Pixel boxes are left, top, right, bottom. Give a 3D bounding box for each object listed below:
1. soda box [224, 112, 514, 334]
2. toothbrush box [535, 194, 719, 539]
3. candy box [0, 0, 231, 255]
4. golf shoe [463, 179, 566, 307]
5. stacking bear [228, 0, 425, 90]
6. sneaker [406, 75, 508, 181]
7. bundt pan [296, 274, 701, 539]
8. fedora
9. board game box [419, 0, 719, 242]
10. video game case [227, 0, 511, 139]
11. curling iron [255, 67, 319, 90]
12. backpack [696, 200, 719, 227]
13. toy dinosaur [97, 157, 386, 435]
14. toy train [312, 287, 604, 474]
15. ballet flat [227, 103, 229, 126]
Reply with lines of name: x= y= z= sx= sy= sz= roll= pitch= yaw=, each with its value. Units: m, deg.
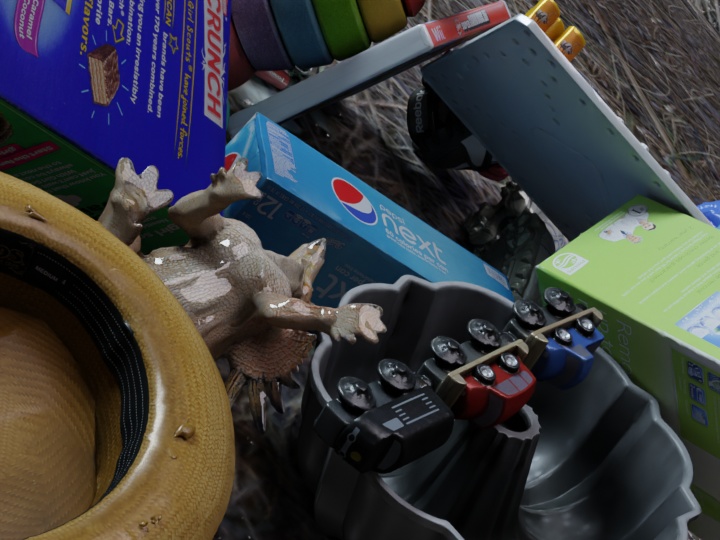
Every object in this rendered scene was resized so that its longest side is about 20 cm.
soda box: x=0.000 y=0.000 z=0.803 sx=0.200 sy=0.068 sz=0.064 roll=32 pitch=27 yaw=-30
toothbrush box: x=0.197 y=0.068 z=0.757 sx=0.200 sy=0.086 sz=0.146 roll=30 pitch=-34 yaw=45
candy box: x=-0.133 y=-0.115 z=0.601 sx=0.200 sy=0.077 sz=0.170 roll=34 pitch=51 yaw=-57
golf shoe: x=0.119 y=0.007 z=0.989 sx=0.097 sy=0.078 sz=0.200 roll=48 pitch=24 yaw=-11
stacking bear: x=-0.004 y=-0.187 z=0.861 sx=0.121 sy=0.199 sz=0.114 roll=-66 pitch=140 yaw=-80
sneaker: x=0.085 y=-0.110 z=1.029 sx=0.097 sy=0.071 sz=0.200 roll=8 pitch=-7 yaw=-8
bundt pan: x=0.057 y=0.095 z=0.695 sx=0.201 sy=0.076 sz=0.202 roll=17 pitch=33 yaw=-12
fedora: x=-0.140 y=0.051 z=0.451 sx=0.200 sy=0.082 sz=0.201 roll=21 pitch=41 yaw=-19
board game box: x=0.135 y=-0.068 z=0.868 sx=0.200 sy=0.026 sz=0.200 roll=47 pitch=-10 yaw=-9
video game case: x=0.011 y=-0.133 z=0.938 sx=0.018 sy=0.142 sz=0.200 roll=65 pitch=23 yaw=-6
curling iron: x=-0.103 y=-0.167 z=0.937 sx=0.199 sy=0.025 sz=0.050 roll=20 pitch=65 yaw=-42
backpack: x=0.290 y=0.043 z=1.088 sx=0.200 sy=0.162 sz=0.168 roll=49 pitch=14 yaw=12
toy dinosaur: x=-0.081 y=0.022 z=0.603 sx=0.199 sy=0.136 sz=0.086 roll=-5 pitch=67 yaw=-29
toy train: x=0.056 y=0.049 z=0.659 sx=0.046 sy=0.034 sz=0.199 roll=44 pitch=37 yaw=21
ballet flat: x=-0.115 y=-0.106 z=0.773 sx=0.067 sy=0.070 sz=0.200 roll=49 pitch=23 yaw=16
